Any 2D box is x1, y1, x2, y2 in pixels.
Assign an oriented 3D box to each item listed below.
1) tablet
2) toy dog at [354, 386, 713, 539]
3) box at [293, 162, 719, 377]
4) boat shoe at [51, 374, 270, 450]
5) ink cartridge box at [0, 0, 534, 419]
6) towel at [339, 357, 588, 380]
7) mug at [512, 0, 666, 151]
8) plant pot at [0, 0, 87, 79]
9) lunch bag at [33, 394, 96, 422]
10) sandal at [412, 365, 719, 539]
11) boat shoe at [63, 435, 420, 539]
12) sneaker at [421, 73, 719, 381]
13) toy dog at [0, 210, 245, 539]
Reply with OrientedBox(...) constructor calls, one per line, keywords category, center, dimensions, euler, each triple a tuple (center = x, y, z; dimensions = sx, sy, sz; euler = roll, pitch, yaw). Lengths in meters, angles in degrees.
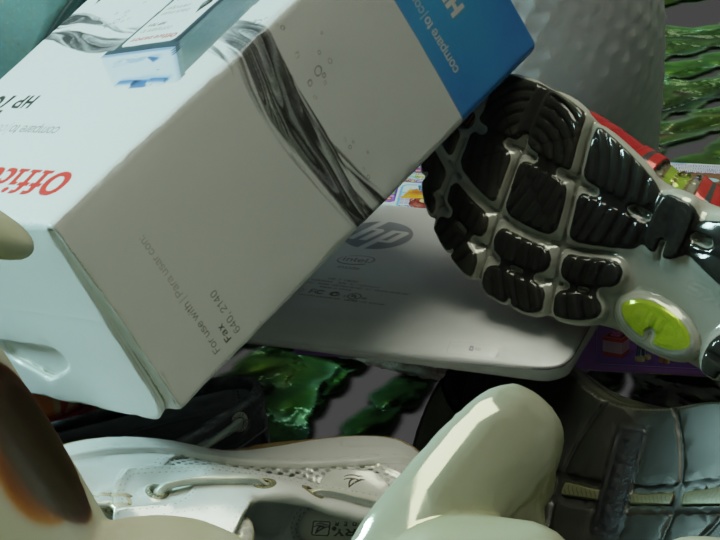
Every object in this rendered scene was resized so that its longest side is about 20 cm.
OrientedBox(category="tablet", center=(0.000, 0.000, 0.957), dimensions=(0.198, 0.014, 0.130), euler=(7, 25, 19))
OrientedBox(category="toy dog", center=(0.074, 0.142, 0.626), dimensions=(0.193, 0.141, 0.199), euler=(-32, 37, -33))
OrientedBox(category="box", center=(0.078, -0.005, 1.032), dimensions=(0.198, 0.039, 0.137), euler=(3, 24, 7))
OrientedBox(category="boat shoe", center=(-0.120, 0.081, 0.877), dimensions=(0.199, 0.068, 0.072), euler=(-12, 25, -25))
OrientedBox(category="ink cartridge box", center=(-0.058, -0.050, 0.892), dimensions=(0.200, 0.086, 0.146), euler=(-45, 28, -27))
OrientedBox(category="towel", center=(0.028, 0.007, 1.096), dimensions=(0.199, 0.035, 0.132), euler=(15, 29, 30))
OrientedBox(category="mug", center=(0.049, -0.132, 1.172), dimensions=(0.199, 0.176, 0.148), euler=(25, 52, 25))
OrientedBox(category="plant pot", center=(-0.177, -0.139, 1.127), dimensions=(0.196, 0.201, 0.200), euler=(35, 36, 21))
OrientedBox(category="lunch bag", center=(-0.206, 0.015, 1.018), dimensions=(0.198, 0.083, 0.176), euler=(-3, 22, -5))
OrientedBox(category="sandal", center=(0.094, 0.080, 0.889), dimensions=(0.200, 0.080, 0.057), euler=(12, -16, 43))
OrientedBox(category="boat shoe", center=(-0.054, 0.097, 0.833), dimensions=(0.198, 0.071, 0.069), euler=(-8, 22, -20))
OrientedBox(category="sneaker", center=(0.108, -0.006, 0.900), dimensions=(0.199, 0.077, 0.085), euler=(32, 14, 26))
OrientedBox(category="toy dog", center=(-0.105, 0.089, 0.729), dimensions=(0.199, 0.195, 0.140), euler=(33, 9, -5))
